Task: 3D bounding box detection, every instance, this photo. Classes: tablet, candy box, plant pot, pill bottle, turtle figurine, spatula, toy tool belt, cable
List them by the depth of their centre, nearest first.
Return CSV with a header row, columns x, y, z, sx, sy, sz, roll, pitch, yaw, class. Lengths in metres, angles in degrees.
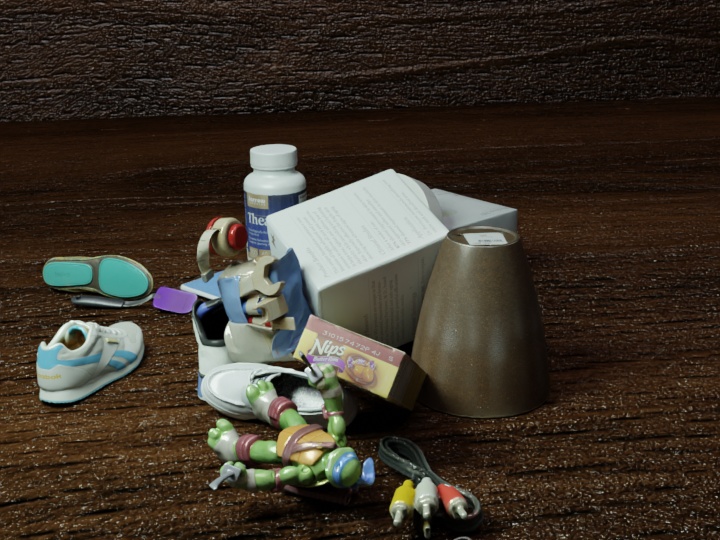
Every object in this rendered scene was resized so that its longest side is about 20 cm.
x,y,z,sx,sy,sz,roll,pitch,yaw,class
-0.091,0.154,1.038,0.198,0.146,0.193,20,-9,-35,turtle figurine
0.069,0.212,1.040,0.095,0.051,0.200,-1,20,-5,cable
0.004,0.110,1.158,0.115,0.057,0.200,22,-8,15,candy box
-0.106,0.026,1.232,0.121,0.203,0.125,-1,27,33,toy tool belt
0.153,0.053,1.272,0.184,0.203,0.187,0,19,0,plant pot
-0.357,0.048,1.577,0.197,0.021,0.057,-2,34,5,spatula
-0.182,0.034,1.630,0.198,0.014,0.129,16,25,38,tablet
-0.148,-0.113,1.764,0.109,0.203,0.111,-1,18,0,pill bottle

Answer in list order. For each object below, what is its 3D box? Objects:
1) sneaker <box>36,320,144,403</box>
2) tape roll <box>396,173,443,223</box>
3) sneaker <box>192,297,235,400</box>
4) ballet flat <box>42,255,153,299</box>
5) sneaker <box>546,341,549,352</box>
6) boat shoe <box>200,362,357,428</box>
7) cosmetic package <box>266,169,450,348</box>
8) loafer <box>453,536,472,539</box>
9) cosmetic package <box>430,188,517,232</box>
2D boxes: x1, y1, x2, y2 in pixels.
x,y,z,sx,sy,sz,roll,pitch,yaw,class
-0.350,0.102,1.330,0.075,0.082,0.200,4,18,18,sneaker
0.046,-0.051,1.588,0.037,0.206,0.201,16,2,-45,tape roll
-0.179,0.080,1.334,0.079,0.117,0.200,-1,19,-5,sneaker
-0.419,0.007,1.644,0.197,0.072,0.071,4,19,13,ballet flat
0.189,0.079,1.419,0.072,0.072,0.199,-35,34,-17,sneaker
-0.103,0.144,1.193,0.197,0.069,0.073,14,66,18,boat shoe
0.000,0.000,1.357,0.198,0.168,0.168,-21,46,-17,cosmetic package
0.025,0.279,0.827,0.198,0.064,0.071,-16,24,-39,loafer
0.127,-0.048,1.692,0.198,0.125,0.199,-17,26,-39,cosmetic package
